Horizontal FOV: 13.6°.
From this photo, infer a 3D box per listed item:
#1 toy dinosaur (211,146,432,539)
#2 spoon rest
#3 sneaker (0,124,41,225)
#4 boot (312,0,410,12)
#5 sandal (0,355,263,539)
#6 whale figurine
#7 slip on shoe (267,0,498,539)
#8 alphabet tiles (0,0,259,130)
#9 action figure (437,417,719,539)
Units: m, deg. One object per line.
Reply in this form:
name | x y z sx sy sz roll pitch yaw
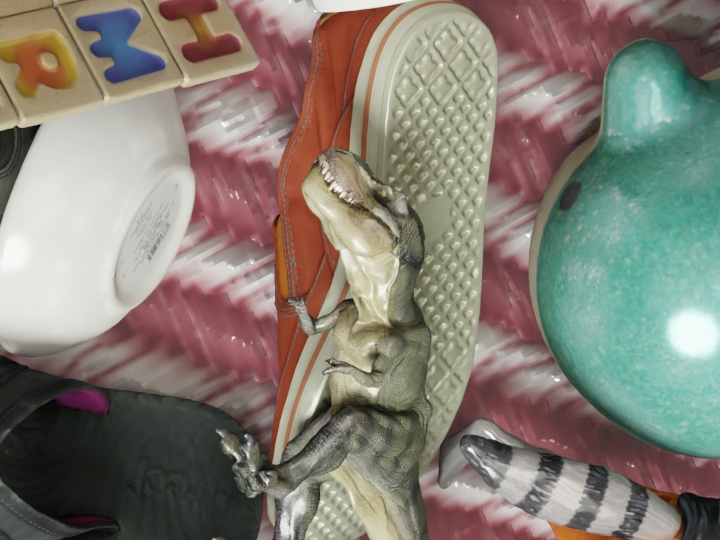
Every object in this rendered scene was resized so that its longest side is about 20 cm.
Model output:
toy dinosaur | -0.008 0.062 0.986 0.088 0.047 0.201 -29 132 -30
spoon rest | -0.068 -0.061 0.990 0.060 0.099 0.201 27 76 18
sneaker | -0.150 -0.095 0.945 0.066 0.090 0.201 -28 105 -14
boot | 0.067 -0.153 0.974 0.199 0.073 0.091 -19 103 -4
sandal | -0.099 0.059 0.963 0.200 0.048 0.076 5 74 -46
whale figurine | 0.150 -0.024 1.042 0.159 0.104 0.200 40 96 -20
slip on shoe | 0.000 0.000 1.031 0.074 0.061 0.201 -6 112 -38
alphabet tiles | -0.115 -0.121 0.901 0.199 0.006 0.167 -18 75 -46
action figure | 0.122 0.117 1.004 0.192 0.200 0.105 5 119 -2
